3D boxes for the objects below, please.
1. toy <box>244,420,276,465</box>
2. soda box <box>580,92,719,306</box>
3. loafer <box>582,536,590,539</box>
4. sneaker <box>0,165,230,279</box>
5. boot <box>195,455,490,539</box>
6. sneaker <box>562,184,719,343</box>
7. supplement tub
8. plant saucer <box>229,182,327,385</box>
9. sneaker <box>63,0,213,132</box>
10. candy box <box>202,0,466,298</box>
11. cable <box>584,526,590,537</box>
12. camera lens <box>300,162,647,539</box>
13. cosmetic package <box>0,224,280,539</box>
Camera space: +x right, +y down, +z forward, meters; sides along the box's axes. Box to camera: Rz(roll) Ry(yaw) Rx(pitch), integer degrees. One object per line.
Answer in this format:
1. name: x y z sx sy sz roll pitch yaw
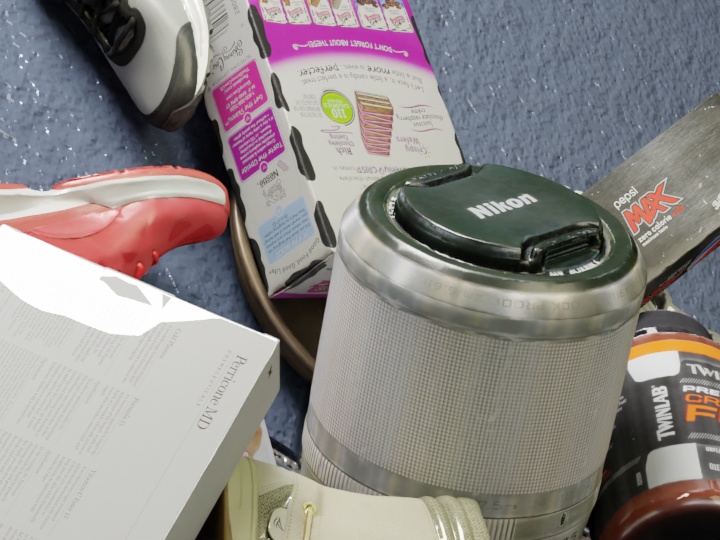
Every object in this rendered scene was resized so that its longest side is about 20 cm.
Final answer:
1. toy: -0.067 0.123 1.516 0.115 0.047 0.200 -2 65 -44
2. soda box: 0.155 -0.018 1.716 0.200 0.063 0.071 -36 77 -29
3. loafer: 0.121 0.179 1.643 0.200 0.072 0.063 14 23 -14
4. sneaker: -0.145 0.014 1.507 0.200 0.078 0.116 -7 78 -34
5. boot: -0.005 0.188 1.397 0.154 0.072 0.200 11 58 -21
6. sneaker: 0.144 0.028 1.759 0.200 0.075 0.081 46 44 11
7. supplement tub: 0.172 0.105 1.614 0.107 0.107 0.200 35 26 -23
8. plant saucer: 0.000 0.000 1.683 0.200 0.029 0.200 26 48 -33
9. sneaker: -0.144 -0.161 1.624 0.079 0.074 0.200 -10 65 -38
10. candy box: -0.016 -0.085 1.655 0.136 0.061 0.200 0 63 -45
11. cable: 0.209 0.186 1.759 0.200 0.051 0.163 48 35 -3
12. camera lens: 0.056 0.055 1.533 0.160 0.200 0.160 9 25 -4
13. cosmetic package: -0.146 0.091 1.361 0.151 0.052 0.200 22 59 14
